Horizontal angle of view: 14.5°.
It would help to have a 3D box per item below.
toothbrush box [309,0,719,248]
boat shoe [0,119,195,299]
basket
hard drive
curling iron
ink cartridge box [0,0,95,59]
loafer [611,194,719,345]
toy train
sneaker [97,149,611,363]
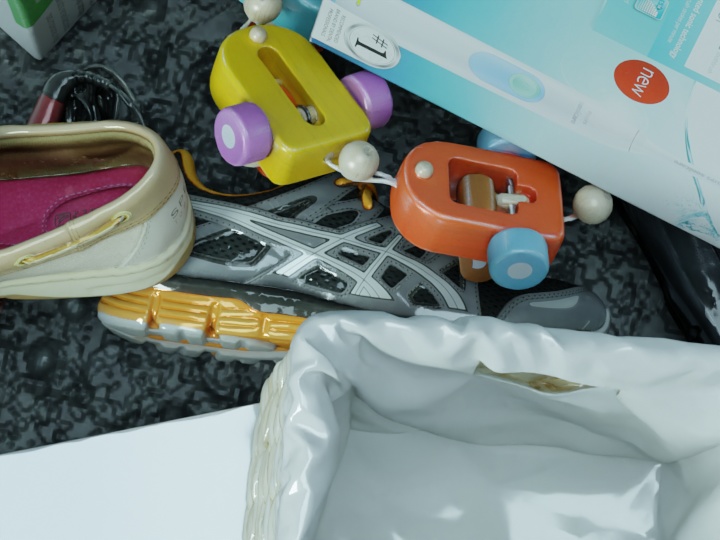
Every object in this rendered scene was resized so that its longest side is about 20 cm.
[{"bbox_3d":[0.099,-0.109,1.025,0.200,0.146,0.085,27,52,3],"label":"toothbrush box"},{"bbox_3d":[-0.162,-0.022,1.052,0.200,0.069,0.074,-11,59,-7],"label":"boat shoe"},{"bbox_3d":[0.053,0.125,1.036,0.198,0.161,0.200,6,82,-11],"label":"basket"},{"bbox_3d":[-0.077,0.162,1.109,0.132,0.025,0.200,-11,85,-4],"label":"hard drive"},{"bbox_3d":[-0.141,0.009,1.122,0.050,0.026,0.200,27,84,4],"label":"curling iron"},{"bbox_3d":[-0.090,-0.191,1.085,0.084,0.146,0.200,42,84,3],"label":"ink cartridge box"},{"bbox_3d":[0.145,-0.015,1.115,0.070,0.068,0.201,-29,82,1],"label":"loafer"},{"bbox_3d":[0.010,-0.068,1.098,0.150,0.056,0.200,6,48,-16],"label":"toy train"},{"bbox_3d":[0.000,0.000,1.106,0.200,0.078,0.077,8,78,-1],"label":"sneaker"}]
